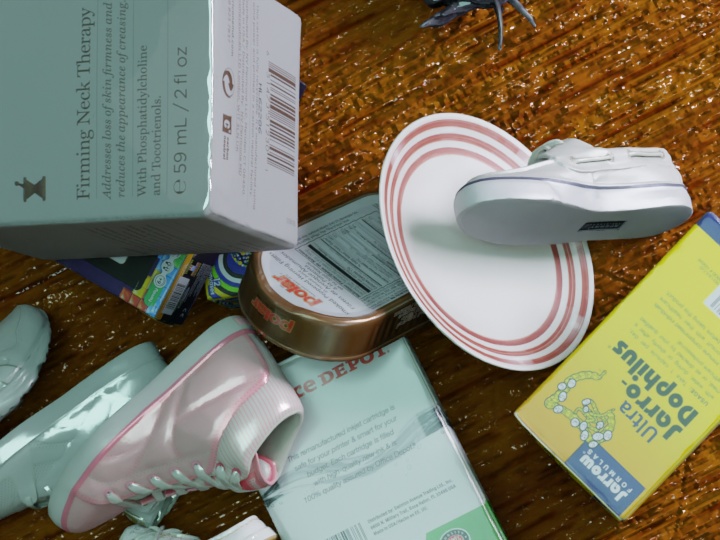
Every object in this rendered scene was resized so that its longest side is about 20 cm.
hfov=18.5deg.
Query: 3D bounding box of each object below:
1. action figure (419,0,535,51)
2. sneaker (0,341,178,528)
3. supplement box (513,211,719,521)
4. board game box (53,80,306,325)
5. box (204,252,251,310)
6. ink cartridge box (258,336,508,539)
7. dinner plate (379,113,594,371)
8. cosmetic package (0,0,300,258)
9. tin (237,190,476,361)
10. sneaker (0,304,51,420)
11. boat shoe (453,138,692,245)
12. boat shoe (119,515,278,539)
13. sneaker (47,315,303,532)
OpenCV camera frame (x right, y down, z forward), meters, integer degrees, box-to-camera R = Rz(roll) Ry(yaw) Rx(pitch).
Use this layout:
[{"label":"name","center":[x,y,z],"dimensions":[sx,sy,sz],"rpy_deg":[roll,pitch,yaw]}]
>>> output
[{"label":"action figure","center":[0.059,-0.260,1.635],"dimensions":[0.119,0.102,0.200],"rpy_deg":[-37,79,-11]},{"label":"sneaker","center":[-0.202,0.156,1.623],"dimensions":[0.200,0.074,0.116],"rpy_deg":[-37,78,0]},{"label":"supplement box","center":[0.216,0.071,1.569],"dimensions":[0.110,0.109,0.200],"rpy_deg":[44,89,9]},{"label":"board game box","center":[-0.158,-0.086,1.595],"dimensions":[0.165,0.057,0.200],"rpy_deg":[29,93,20]},{"label":"box","center":[-0.087,-0.076,1.640],"dimensions":[0.064,0.070,0.201],"rpy_deg":[-9,81,9]},{"label":"ink cartridge box","center":[0.005,0.150,1.595],"dimensions":[0.146,0.083,0.200],"rpy_deg":[-26,80,2]},{"label":"dinner plate","center":[0.087,-0.019,1.580],"dimensions":[0.024,0.200,0.201],"rpy_deg":[-35,77,44]},{"label":"cosmetic package","center":[-0.160,-0.101,1.473],"dimensions":[0.199,0.166,0.168],"rpy_deg":[-3,83,19]},{"label":"tin","center":[0.000,0.000,1.572],"dimensions":[0.112,0.200,0.042],"rpy_deg":[34,129,27]},{"label":"sneaker","center":[-0.304,0.088,1.607],"dimensions":[0.099,0.078,0.200],"rpy_deg":[41,58,-10]},{"label":"boat shoe","center":[0.149,-0.063,1.580],"dimensions":[0.199,0.072,0.066],"rpy_deg":[-3,65,-27]},{"label":"boat shoe","center":[-0.152,0.215,1.590],"dimensions":[0.200,0.071,0.069],"rpy_deg":[-30,78,20]},{"label":"sneaker","center":[-0.123,0.135,1.540],"dimensions":[0.200,0.075,0.105],"rpy_deg":[-44,71,6]}]
